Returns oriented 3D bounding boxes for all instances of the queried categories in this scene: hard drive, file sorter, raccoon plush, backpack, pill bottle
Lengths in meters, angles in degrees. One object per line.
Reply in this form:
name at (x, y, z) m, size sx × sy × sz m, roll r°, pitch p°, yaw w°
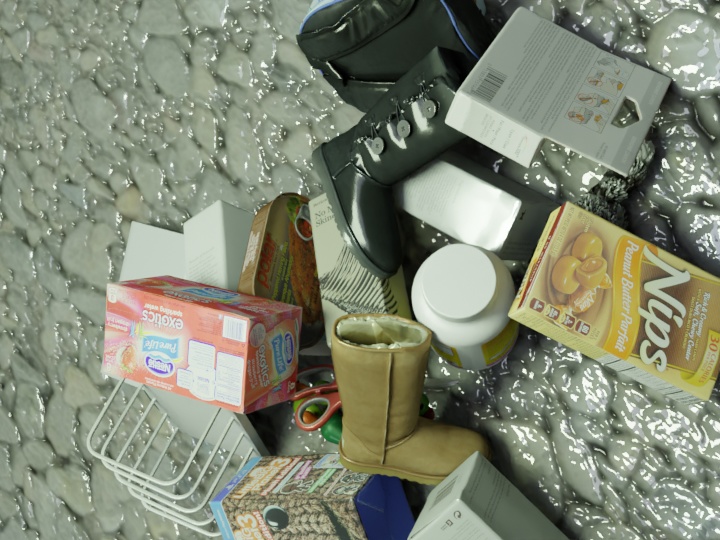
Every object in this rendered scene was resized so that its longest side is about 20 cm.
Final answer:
hard drive at (-0.264, 0.047, 1.605) m, size 0.131 × 0.025 × 0.202 m, roll 14°, pitch 92°, yaw 40°
file sorter at (-0.211, 0.211, 1.471) m, size 0.138 × 0.200 × 0.125 m, roll 19°, pitch 66°, yaw 20°
raccoon plush at (0.262, -0.019, 1.263) m, size 0.134 × 0.097 × 0.201 m, roll 42°, pitch 111°, yaw 18°
backpack at (0.035, -0.265, 1.357) m, size 0.189 × 0.200 × 0.155 m, roll -13°, pitch 41°, yaw 29°
pill bottle at (0.108, 0.035, 1.284) m, size 0.103 × 0.200 × 0.105 m, roll -2°, pitch 75°, yaw 8°

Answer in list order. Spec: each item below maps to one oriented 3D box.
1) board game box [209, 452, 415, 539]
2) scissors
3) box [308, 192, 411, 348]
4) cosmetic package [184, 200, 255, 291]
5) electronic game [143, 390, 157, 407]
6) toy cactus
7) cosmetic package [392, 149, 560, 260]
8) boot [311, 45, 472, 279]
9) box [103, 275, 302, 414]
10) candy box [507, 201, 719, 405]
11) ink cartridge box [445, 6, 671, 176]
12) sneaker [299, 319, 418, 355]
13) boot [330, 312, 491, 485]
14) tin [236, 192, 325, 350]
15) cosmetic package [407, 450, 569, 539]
board game box at (-0.044, 0.299, 1.420) m, size 0.199 × 0.097 × 0.161 m, roll -9°, pitch 109°, yaw 33°
scissors at (0.008, 0.120, 1.376) m, size 0.199 × 0.014 × 0.074 m, roll -19°, pitch 59°, yaw 17°
box at (0.000, 0.000, 1.398) m, size 0.082 × 0.068 × 0.201 m, roll -26°, pitch 51°, yaw 20°
cosmetic package at (-0.146, 0.030, 1.480) m, size 0.074 × 0.101 × 0.201 m, roll -30°, pitch 53°, yaw 33°
electronic game at (-0.216, 0.092, 1.604) m, size 0.199 × 0.041 × 0.202 m, roll 0°, pitch 89°, yaw 34°
toy cactus at (0.007, 0.177, 1.439) m, size 0.199 × 0.102 × 0.166 m, roll -8°, pitch 103°, yaw 31°
cosmetic package at (0.103, -0.082, 1.360) m, size 0.199 × 0.101 × 0.075 m, roll 32°, pitch 107°, yaw 31°
boot at (0.056, -0.108, 1.293) m, size 0.199 × 0.065 × 0.166 m, roll -34°, pitch 79°, yaw 31°
box at (-0.168, 0.074, 1.331) m, size 0.199 × 0.094 × 0.104 m, roll 11°, pitch 101°, yaw 33°
candy box at (0.255, 0.032, 1.202) m, size 0.199 × 0.055 × 0.116 m, roll 26°, pitch 77°, yaw -3°
ink cartridge box at (0.197, -0.165, 1.232) m, size 0.175 × 0.200 × 0.045 m, roll 28°, pitch 132°, yaw 7°
sneaker at (-0.004, 0.056, 1.445) m, size 0.199 × 0.074 × 0.083 m, roll -3°, pitch 90°, yaw 33°
boot at (0.056, 0.134, 1.286) m, size 0.066 × 0.173 × 0.201 m, roll -92°, pitch 3°, yaw -46°
tin at (-0.083, 0.003, 1.426) m, size 0.042 × 0.112 × 0.201 m, roll -22°, pitch 42°, yaw 35°
cosmetic package at (0.154, 0.294, 1.271) m, size 0.200 × 0.113 × 0.081 m, roll 46°, pitch 114°, yaw -1°
